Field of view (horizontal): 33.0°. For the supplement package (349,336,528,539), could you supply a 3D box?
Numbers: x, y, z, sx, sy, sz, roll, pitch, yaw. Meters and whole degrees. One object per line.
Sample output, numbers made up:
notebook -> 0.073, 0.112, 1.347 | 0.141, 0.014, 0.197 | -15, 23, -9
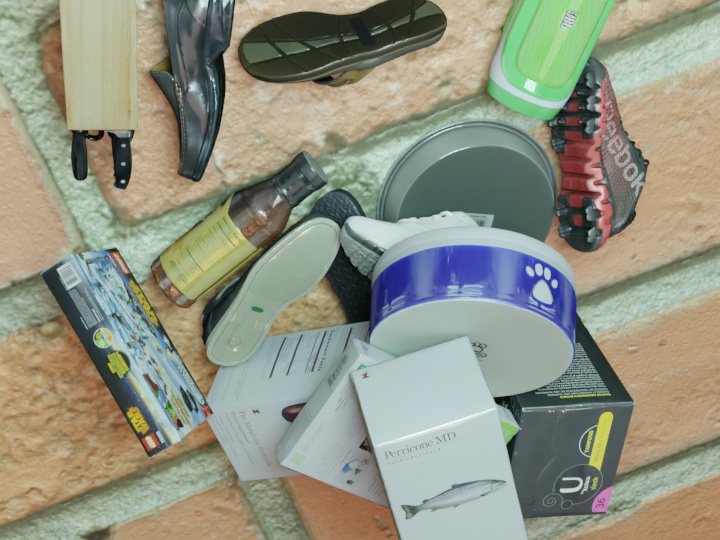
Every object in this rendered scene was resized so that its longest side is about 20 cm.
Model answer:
supplement package -> 0.076, 0.184, 1.126 | 0.116, 0.117, 0.201 | -17, 122, -1

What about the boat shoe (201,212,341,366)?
boat shoe -> -0.098, 0.009, 1.256 | 0.072, 0.068, 0.200 | 28, 115, -32

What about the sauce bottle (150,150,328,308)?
sauce bottle -> -0.120, -0.043, 1.227 | 0.200, 0.066, 0.066 | -37, 121, 9

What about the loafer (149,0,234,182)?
loafer -> -0.161, -0.182, 1.136 | 0.072, 0.073, 0.201 | 7, 110, -6

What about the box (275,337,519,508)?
box -> 0.037, 0.164, 1.195 | 0.199, 0.036, 0.145 | 27, 110, -25

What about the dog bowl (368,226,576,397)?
dog bowl -> 0.108, 0.045, 1.170 | 0.199, 0.079, 0.200 | 4, 149, 2

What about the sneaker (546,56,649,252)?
sneaker -> 0.249, -0.124, 1.259 | 0.098, 0.071, 0.201 | -17, 109, -31

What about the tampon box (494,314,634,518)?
tampon box -> 0.194, 0.147, 1.331 | 0.126, 0.200, 0.151 | -1, 122, -12

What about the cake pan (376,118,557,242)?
cake pan -> 0.117, -0.061, 1.285 | 0.199, 0.037, 0.201 | -6, 122, -9

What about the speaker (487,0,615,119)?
speaker -> 0.193, -0.249, 1.160 | 0.088, 0.089, 0.201 | 13, 117, -20

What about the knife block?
knife block -> -0.228, -0.160, 1.071 | 0.064, 0.200, 0.177 | -2, 92, -12

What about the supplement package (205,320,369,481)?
supplement package -> -0.045, 0.137, 1.284 | 0.199, 0.110, 0.114 | -10, 125, 21

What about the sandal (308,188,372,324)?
sandal -> 0.000, 0.000, 1.283 | 0.075, 0.045, 0.201 | -3, 121, 32

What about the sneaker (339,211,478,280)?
sneaker -> 0.071, -0.022, 1.233 | 0.199, 0.088, 0.074 | 18, 160, -22

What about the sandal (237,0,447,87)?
sandal -> -0.015, -0.210, 1.155 | 0.199, 0.082, 0.055 | -16, 145, -11

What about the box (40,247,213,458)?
box -> -0.222, 0.075, 1.182 | 0.040, 0.137, 0.201 | -30, 89, 8
